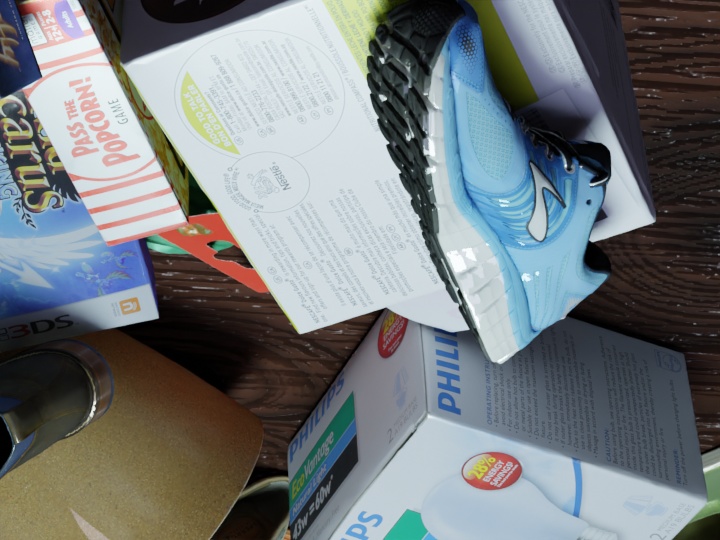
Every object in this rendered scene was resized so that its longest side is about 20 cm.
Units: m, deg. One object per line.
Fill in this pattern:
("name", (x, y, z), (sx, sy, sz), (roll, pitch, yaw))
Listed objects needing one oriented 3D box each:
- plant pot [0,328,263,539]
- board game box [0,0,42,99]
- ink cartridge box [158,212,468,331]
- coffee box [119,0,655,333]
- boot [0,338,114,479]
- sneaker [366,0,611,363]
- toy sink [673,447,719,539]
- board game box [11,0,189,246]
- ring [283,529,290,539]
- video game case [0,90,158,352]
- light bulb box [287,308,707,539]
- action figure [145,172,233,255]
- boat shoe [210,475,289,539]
("plant pot", (-0.193, 0.097, 1.308), (0.186, 0.187, 0.200), (-36, 110, 30))
("board game box", (-0.248, -0.124, 0.941), (0.199, 0.035, 0.136), (-10, 107, 30))
("ink cartridge box", (0.000, 0.000, 1.215), (0.199, 0.057, 0.162), (-13, 160, 20))
("coffee box", (0.012, -0.127, 1.056), (0.197, 0.200, 0.200), (-18, 133, 16))
("boot", (-0.240, 0.100, 1.190), (0.200, 0.097, 0.075), (-28, 93, 22))
("sneaker", (0.064, -0.051, 0.958), (0.090, 0.078, 0.200), (-26, 136, -3))
("toy sink", (0.242, 0.231, 1.421), (0.130, 0.200, 0.112), (-25, 131, 23))
("board game box", (-0.128, -0.136, 1.042), (0.046, 0.200, 0.152), (-14, 133, 9))
("ring", (-0.101, 0.249, 1.557), (0.200, 0.019, 0.201), (-1, 136, -1))
("video game case", (-0.217, -0.037, 1.159), (0.181, 0.046, 0.200), (-13, 133, -2))
("light bulb box", (0.081, 0.128, 1.367), (0.199, 0.125, 0.198), (17, 132, -19))
("action figure", (-0.133, -0.052, 1.231), (0.199, 0.055, 0.118), (17, 131, -25))
("boat shoe", (-0.106, 0.188, 1.394), (0.073, 0.200, 0.063), (42, 120, 5))
